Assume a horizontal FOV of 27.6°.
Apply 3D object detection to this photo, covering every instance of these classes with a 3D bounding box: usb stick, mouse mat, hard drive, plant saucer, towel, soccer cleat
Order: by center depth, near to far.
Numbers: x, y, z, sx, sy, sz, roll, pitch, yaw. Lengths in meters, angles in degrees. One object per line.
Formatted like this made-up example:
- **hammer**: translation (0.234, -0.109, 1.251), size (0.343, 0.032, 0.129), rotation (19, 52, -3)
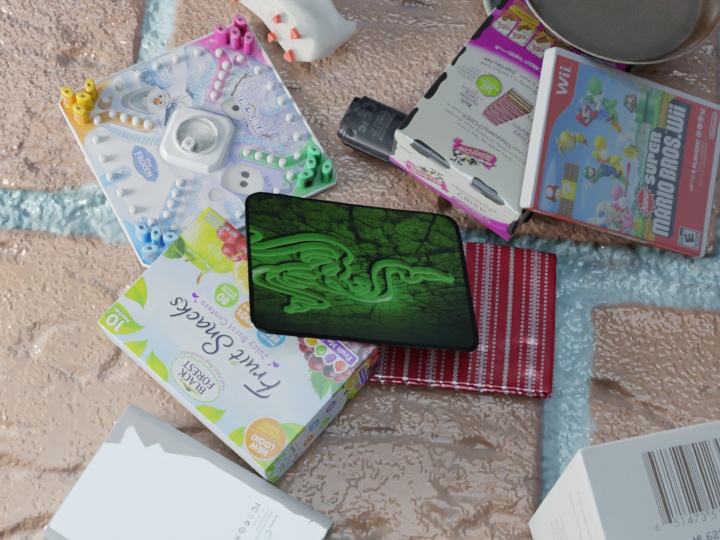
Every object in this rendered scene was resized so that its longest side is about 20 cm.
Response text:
- **hard drive**: translation (-0.140, 0.213, 1.203), size (0.200, 0.026, 0.132), rotation (28, 67, 10)
- **mouse mat**: translation (0.000, 0.000, 1.261), size (0.199, 0.008, 0.161), rotation (5, 48, -14)
- **towel**: translation (0.073, 0.039, 1.298), size (0.199, 0.023, 0.145), rotation (6, 65, -1)
- **plant saucer**: translation (0.231, -0.264, 1.322), size (0.199, 0.032, 0.201), rotation (4, 65, -8)
- **usb stick**: translation (0.075, -0.103, 1.358), size (0.199, 0.033, 0.056), rotation (25, 69, 8)
- **soccer cleat**: translation (-0.085, -0.280, 1.419), size (0.077, 0.069, 0.200), rotation (-27, 69, -32)

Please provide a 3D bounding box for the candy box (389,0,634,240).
- **candy box**: translation (0.138, -0.145, 1.327), size (0.136, 0.061, 0.200), rotation (35, 69, 9)

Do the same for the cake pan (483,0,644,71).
- **cake pan**: translation (0.215, -0.266, 1.438), size (0.199, 0.037, 0.201), rotation (1, 66, -3)

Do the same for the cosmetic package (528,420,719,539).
- **cosmetic package**: translation (0.243, 0.227, 1.122), size (0.167, 0.200, 0.167), rotation (-11, 67, -9)

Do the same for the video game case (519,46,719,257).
- **video game case**: translation (0.237, -0.102, 1.304), size (0.199, 0.017, 0.144), rotation (14, 82, -27)

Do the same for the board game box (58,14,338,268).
- **board game box**: translation (-0.151, -0.125, 1.360), size (0.199, 0.026, 0.200), rotation (-25, 69, -14)

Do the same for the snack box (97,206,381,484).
- **snack box**: translation (-0.103, 0.062, 1.248), size (0.200, 0.053, 0.142), rotation (38, 78, 18)
